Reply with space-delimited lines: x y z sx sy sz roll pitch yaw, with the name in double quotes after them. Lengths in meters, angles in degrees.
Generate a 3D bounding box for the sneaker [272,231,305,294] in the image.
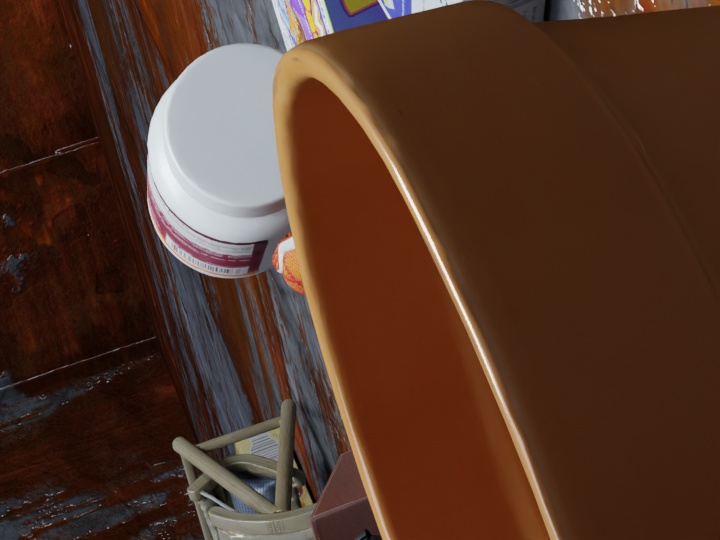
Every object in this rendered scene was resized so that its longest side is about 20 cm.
0.000 0.000 1.036 0.078 0.073 0.200 60 173 3 "sneaker"

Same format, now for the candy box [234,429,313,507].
-0.071 0.270 2.019 0.116 0.055 0.201 84 164 -54 "candy box"

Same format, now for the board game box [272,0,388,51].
-0.020 -0.163 0.893 0.134 0.044 0.202 -149 41 -76 "board game box"

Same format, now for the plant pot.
0.079 0.028 0.408 0.200 0.139 0.202 161 90 -81 "plant pot"

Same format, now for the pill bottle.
-0.076 -0.066 1.202 0.200 0.113 0.115 125 125 -78 "pill bottle"

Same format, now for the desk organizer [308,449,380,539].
0.014 0.225 1.372 0.072 0.076 0.202 -128 21 -62 "desk organizer"

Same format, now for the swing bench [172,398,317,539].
-0.069 0.259 1.768 0.200 0.129 0.201 -127 21 -61 "swing bench"

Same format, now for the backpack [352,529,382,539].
0.026 0.244 1.160 0.155 0.162 0.200 62 164 -2 "backpack"

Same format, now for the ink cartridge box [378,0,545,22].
0.008 -0.156 0.733 0.201 0.039 0.100 61 168 25 "ink cartridge box"
